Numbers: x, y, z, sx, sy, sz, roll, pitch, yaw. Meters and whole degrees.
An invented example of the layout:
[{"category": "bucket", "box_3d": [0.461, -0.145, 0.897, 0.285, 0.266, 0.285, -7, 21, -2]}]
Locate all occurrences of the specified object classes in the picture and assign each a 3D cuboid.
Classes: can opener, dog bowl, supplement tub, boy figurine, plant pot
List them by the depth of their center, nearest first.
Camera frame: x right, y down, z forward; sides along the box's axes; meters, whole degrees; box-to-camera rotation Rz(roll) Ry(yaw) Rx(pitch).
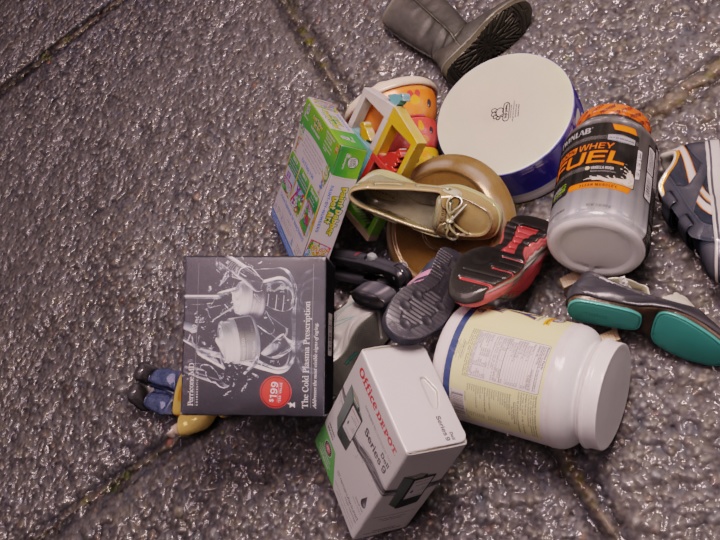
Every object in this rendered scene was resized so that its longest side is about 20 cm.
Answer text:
[{"category": "supplement tub", "box_3d": [0.200, 0.124, 1.035, 0.199, 0.145, 0.146, 11, 72, 32]}, {"category": "supplement tub", "box_3d": [0.303, -0.103, 1.096, 0.122, 0.123, 0.201, -2, 52, 27]}, {"category": "plant pot", "box_3d": [0.114, -0.057, 1.193, 0.199, 0.027, 0.201, 1, 93, 34]}, {"category": "dog bowl", "box_3d": [0.210, -0.199, 1.233, 0.199, 0.079, 0.201, -12, 61, 22]}, {"category": "can opener", "box_3d": [0.000, 0.000, 1.234, 0.200, 0.078, 0.064, 25, 120, 51]}, {"category": "boy figurine", "box_3d": [-0.247, 0.186, 1.293, 0.199, 0.064, 0.125, 4, 65, 32]}]

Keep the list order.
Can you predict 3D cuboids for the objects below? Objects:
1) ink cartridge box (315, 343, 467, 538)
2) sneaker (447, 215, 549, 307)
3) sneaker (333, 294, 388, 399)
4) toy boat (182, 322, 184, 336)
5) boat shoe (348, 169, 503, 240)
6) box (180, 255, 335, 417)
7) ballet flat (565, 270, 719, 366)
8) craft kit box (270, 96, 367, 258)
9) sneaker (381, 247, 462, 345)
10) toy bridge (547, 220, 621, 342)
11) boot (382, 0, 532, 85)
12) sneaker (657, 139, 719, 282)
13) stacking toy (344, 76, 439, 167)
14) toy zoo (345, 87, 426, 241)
[{"category": "ink cartridge box", "box_3d": [0.030, 0.202, 1.055, 0.146, 0.084, 0.200, 64, 146, 35]}, {"category": "sneaker", "box_3d": [0.179, 0.008, 1.085, 0.073, 0.087, 0.200, 21, 38, 34]}, {"category": "sneaker", "box_3d": [-0.042, 0.116, 1.225, 0.200, 0.070, 0.080, -44, 38, -1]}, {"category": "toy boat", "box_3d": [-0.151, 0.075, 1.265, 0.200, 0.131, 0.131, -34, 87, -10]}, {"category": "boat shoe", "box_3d": [0.083, -0.080, 1.140, 0.200, 0.063, 0.074, 21, 118, 19]}, {"category": "box", "box_3d": [-0.128, 0.085, 1.133, 0.181, 0.104, 0.201, 0, 83, 5]}, {"category": "ballet flat", "box_3d": [0.343, 0.047, 1.036, 0.199, 0.073, 0.073, 18, 75, 17]}, {"category": "craft kit box", "box_3d": [-0.065, -0.122, 1.264, 0.200, 0.048, 0.198, -119, 42, -56]}, {"category": "sneaker", "box_3d": [0.076, 0.049, 1.097, 0.070, 0.200, 0.082, 40, 129, 7]}, {"category": "toy bridge", "box_3d": [0.287, 0.008, 1.120, 0.067, 0.027, 0.201, -25, 56, 12]}, {"category": "boot", "box_3d": [0.147, -0.398, 1.382, 0.181, 0.073, 0.200, -36, 48, 5]}, {"category": "sneaker", "box_3d": [0.403, -0.068, 1.066, 0.079, 0.079, 0.201, -6, 52, 20]}, {"category": "stacking toy", "box_3d": [0.072, -0.166, 1.283, 0.146, 0.146, 0.201, -24, 75, 16]}, {"category": "toy zoo", "box_3d": [0.020, -0.159, 1.223, 0.131, 0.020, 0.201, 52, 130, 31]}]
